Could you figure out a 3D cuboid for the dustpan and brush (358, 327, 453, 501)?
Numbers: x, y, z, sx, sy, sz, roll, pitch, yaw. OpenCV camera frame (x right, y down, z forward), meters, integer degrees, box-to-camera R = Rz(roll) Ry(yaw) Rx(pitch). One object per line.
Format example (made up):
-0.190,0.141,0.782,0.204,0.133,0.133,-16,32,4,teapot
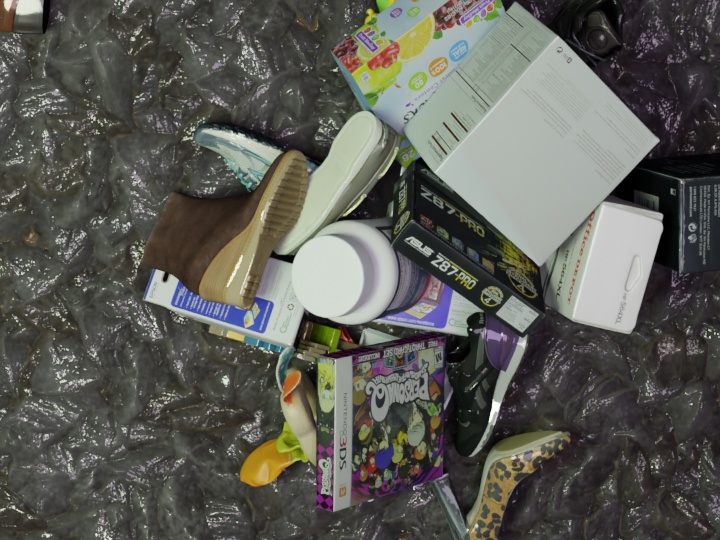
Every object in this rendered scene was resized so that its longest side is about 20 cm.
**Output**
0.038,0.192,1.682,0.138,0.057,0.203,18,96,-14,dustpan and brush

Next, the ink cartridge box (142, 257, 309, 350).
-0.154,0.022,1.591,0.197,0.037,0.096,17,77,12,ink cartridge box

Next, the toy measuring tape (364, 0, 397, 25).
0.084,-0.354,1.586,0.199,0.074,0.074,-37,105,-1,toy measuring tape

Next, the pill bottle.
0.000,0.000,1.539,0.118,0.199,0.122,2,94,23,pill bottle

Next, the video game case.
0.027,0.179,1.596,0.198,0.035,0.185,-7,102,-46,video game case

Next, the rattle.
-0.109,0.177,1.592,0.141,0.200,0.132,-8,71,13,rattle

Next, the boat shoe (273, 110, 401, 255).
-0.028,-0.092,1.552,0.060,0.072,0.202,22,113,-44,boat shoe

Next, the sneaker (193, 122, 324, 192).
-0.114,-0.112,1.592,0.198,0.078,0.087,23,98,-14,sneaker

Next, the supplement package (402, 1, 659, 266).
0.193,-0.158,1.531,0.191,0.147,0.200,38,101,-27,supplement package

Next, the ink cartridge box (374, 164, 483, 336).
0.121,-0.021,1.670,0.195,0.043,0.203,9,100,-12,ink cartridge box

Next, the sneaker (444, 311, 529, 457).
0.139,0.139,1.676,0.086,0.076,0.202,14,113,-10,sneaker

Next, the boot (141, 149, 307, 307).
-0.162,-0.068,1.546,0.165,0.072,0.202,24,88,31,boot

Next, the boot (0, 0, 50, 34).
-0.447,-0.371,1.499,0.197,0.069,0.191,8,106,-5,boot

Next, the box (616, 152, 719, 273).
0.445,-0.077,1.646,0.197,0.197,0.119,-6,102,-10,box

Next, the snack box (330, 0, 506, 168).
0.087,-0.248,1.576,0.199,0.068,0.169,-35,135,-3,snack box

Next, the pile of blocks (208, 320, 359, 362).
-0.083,0.073,1.627,0.197,0.082,0.063,16,87,-15,pile of blocks

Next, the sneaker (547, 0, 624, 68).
0.251,-0.261,1.619,0.076,0.114,0.200,38,93,-13,sneaker

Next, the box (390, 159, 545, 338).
0.127,-0.027,1.566,0.199,0.162,0.049,34,115,-14,box

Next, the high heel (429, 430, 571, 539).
0.203,0.297,1.723,0.198,0.071,0.144,-24,98,11,high heel

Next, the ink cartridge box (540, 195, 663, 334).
0.278,-0.021,1.621,0.083,0.200,0.148,12,97,-13,ink cartridge box
